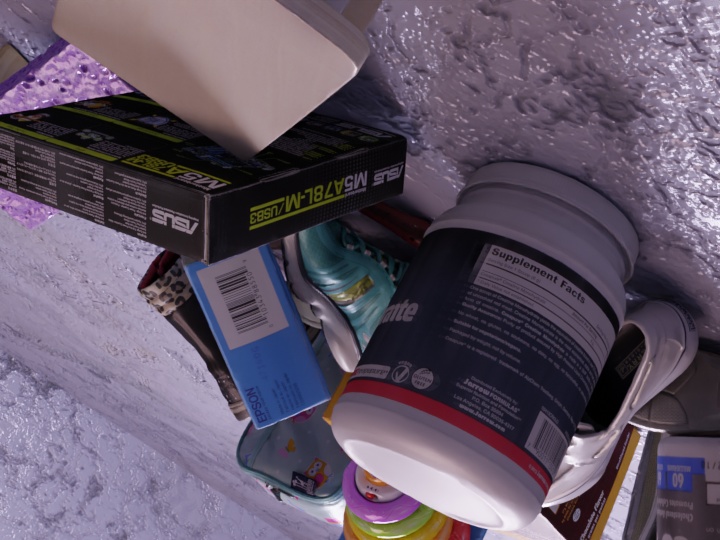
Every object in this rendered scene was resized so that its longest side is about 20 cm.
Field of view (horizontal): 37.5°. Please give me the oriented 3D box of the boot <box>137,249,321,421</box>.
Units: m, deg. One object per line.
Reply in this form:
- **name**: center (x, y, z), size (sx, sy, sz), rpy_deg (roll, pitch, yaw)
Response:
- **boot**: center (-0.111, 0.023, 0.968), size (0.073, 0.204, 0.154), rpy_deg (-30, 109, 26)

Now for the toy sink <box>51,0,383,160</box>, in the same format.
- **toy sink**: center (-0.057, -0.151, 0.509), size (0.130, 0.112, 0.200), rpy_deg (33, 165, -13)

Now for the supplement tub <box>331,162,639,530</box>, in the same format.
- **supplement tub**: center (0.082, 0.047, 0.672), size (0.140, 0.200, 0.140), rpy_deg (25, 160, 10)

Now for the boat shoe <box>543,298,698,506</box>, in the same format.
- **boat shoe**: center (0.155, 0.097, 0.753), size (0.065, 0.200, 0.074), rpy_deg (-6, -137, -43)

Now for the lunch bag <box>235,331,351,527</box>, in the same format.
- **lunch bag**: center (-0.030, 0.150, 1.076), size (0.160, 0.200, 0.077), rpy_deg (16, 155, 36)

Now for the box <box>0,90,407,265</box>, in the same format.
- **box**: center (-0.103, -0.071, 0.673), size (0.200, 0.193, 0.048), rpy_deg (19, 118, 30)

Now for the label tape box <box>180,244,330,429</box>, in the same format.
- **label tape box**: center (-0.094, 0.009, 0.827), size (0.200, 0.066, 0.144), rpy_deg (-127, 15, -63)

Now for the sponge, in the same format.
- **sponge**: center (-0.247, -0.109, 0.853), size (0.200, 0.030, 0.112), rpy_deg (-26, 130, 31)

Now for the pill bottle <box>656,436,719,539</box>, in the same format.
- **pill bottle**: center (0.258, 0.216, 0.717), size (0.113, 0.201, 0.114), rpy_deg (3, 171, 0)

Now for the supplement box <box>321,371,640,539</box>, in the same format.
- **supplement box**: center (0.113, 0.141, 0.961), size (0.197, 0.133, 0.200), rpy_deg (10, 153, 41)

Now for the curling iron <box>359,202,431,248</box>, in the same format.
- **curling iron**: center (0.048, -0.027, 0.793), size (0.200, 0.026, 0.050), rpy_deg (34, 162, -16)

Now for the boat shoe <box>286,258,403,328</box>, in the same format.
- **boat shoe**: center (0.027, 0.019, 0.893), size (0.200, 0.060, 0.076), rpy_deg (14, 128, 34)

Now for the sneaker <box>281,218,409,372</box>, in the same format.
- **sneaker**: center (0.000, 0.000, 0.792), size (0.079, 0.078, 0.200), rpy_deg (-5, 137, 25)

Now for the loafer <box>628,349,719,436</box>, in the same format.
- **loafer**: center (0.254, 0.093, 0.756), size (0.200, 0.072, 0.063), rpy_deg (3, 156, 45)

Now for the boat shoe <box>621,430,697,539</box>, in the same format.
- **boat shoe**: center (0.241, 0.195, 0.827), size (0.074, 0.203, 0.065), rpy_deg (15, 165, -9)

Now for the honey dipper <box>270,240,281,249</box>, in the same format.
- **honey dipper**: center (-0.076, -0.026, 0.960), size (0.038, 0.038, 0.200), rpy_deg (40, 162, -29)

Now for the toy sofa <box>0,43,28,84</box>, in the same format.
- **toy sofa**: center (-0.362, -0.147, 0.969), size (0.200, 0.083, 0.098), rpy_deg (12, 153, 38)

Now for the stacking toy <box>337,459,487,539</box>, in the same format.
- **stacking toy**: center (0.026, 0.179, 0.853), size (0.116, 0.110, 0.200), rpy_deg (20, 148, 28)
